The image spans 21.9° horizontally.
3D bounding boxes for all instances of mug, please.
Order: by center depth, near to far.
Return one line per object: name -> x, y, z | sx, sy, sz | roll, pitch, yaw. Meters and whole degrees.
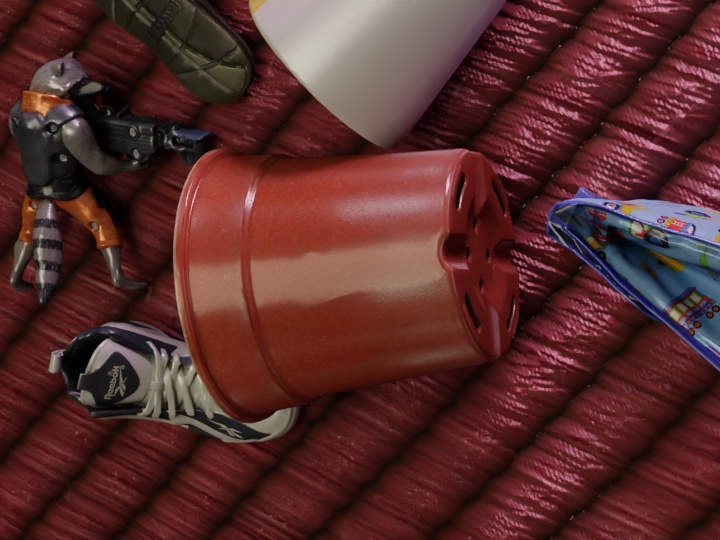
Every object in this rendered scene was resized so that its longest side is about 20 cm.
mug -> 0.013, -0.206, 1.317 | 0.153, 0.149, 0.187 | -44, 86, 17

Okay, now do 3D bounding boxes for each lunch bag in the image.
lunch bag -> 0.219, -0.005, 1.197 | 0.199, 0.150, 0.095 | 31, 108, 26

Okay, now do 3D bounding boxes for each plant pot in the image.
plant pot -> 0.000, 0.000, 1.317 | 0.194, 0.201, 0.202 | -7, 89, 22

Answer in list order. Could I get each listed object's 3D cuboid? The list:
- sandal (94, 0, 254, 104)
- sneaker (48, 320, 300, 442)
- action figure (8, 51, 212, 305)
sandal -> -0.151, -0.217, 1.469 | 0.200, 0.055, 0.082 | 45, 120, 5
sneaker -> -0.154, 0.089, 1.438 | 0.198, 0.129, 0.080 | 23, 105, 28
action figure -> -0.220, -0.077, 1.488 | 0.199, 0.104, 0.195 | 2, 103, 33
